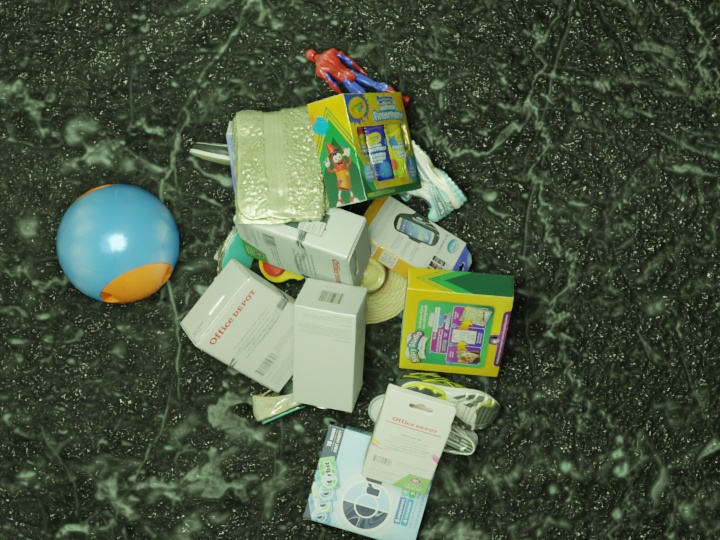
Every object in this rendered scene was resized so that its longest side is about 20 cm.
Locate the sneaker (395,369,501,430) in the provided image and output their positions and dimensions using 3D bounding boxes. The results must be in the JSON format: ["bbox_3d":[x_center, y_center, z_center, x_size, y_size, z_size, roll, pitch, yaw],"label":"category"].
[{"bbox_3d":[0.150,0.211,1.754,0.200,0.085,0.075,18,113,-22],"label":"sneaker"}]

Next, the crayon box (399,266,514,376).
[{"bbox_3d":[0.156,0.088,1.708,0.172,0.058,0.200,6,135,2],"label":"crayon box"}]

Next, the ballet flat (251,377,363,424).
[{"bbox_3d":[-0.095,0.209,1.774,0.200,0.067,0.062,-19,81,2],"label":"ballet flat"}]

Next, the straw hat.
[{"bbox_3d":[0.000,0.000,1.755,0.201,0.085,0.201,0,92,2],"label":"straw hat"}]

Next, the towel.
[{"bbox_3d":[-0.127,-0.165,1.601,0.148,0.036,0.200,-5,70,-1],"label":"towel"}]

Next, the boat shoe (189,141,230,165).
[{"bbox_3d":[-0.191,-0.211,1.764,0.199,0.075,0.066,9,89,1],"label":"boat shoe"}]

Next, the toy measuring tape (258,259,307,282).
[{"bbox_3d":[-0.118,0.017,1.766,0.074,0.074,0.200,-34,90,2],"label":"toy measuring tape"}]

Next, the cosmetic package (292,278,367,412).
[{"bbox_3d":[-0.051,0.124,1.665,0.108,0.085,0.200,11,125,9],"label":"cosmetic package"}]

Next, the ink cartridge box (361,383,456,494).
[{"bbox_3d":[0.082,0.263,1.677,0.117,0.067,0.200,17,125,1],"label":"ink cartridge box"}]

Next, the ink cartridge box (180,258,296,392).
[{"bbox_3d":[-0.175,0.093,1.711,0.147,0.083,0.200,-51,129,2],"label":"ink cartridge box"}]

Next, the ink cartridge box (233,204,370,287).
[{"bbox_3d":[-0.089,-0.053,1.654,0.200,0.147,0.083,21,69,12],"label":"ink cartridge box"}]

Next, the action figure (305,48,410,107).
[{"bbox_3d":[-0.011,-0.325,1.767,0.200,0.052,0.065,35,81,7],"label":"action figure"}]

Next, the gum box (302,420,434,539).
[{"bbox_3d":[0.019,0.372,1.782,0.200,0.045,0.170,15,91,1],"label":"gum box"}]

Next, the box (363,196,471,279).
[{"bbox_3d":[0.090,-0.041,1.741,0.200,0.041,0.119,33,47,0],"label":"box"}]

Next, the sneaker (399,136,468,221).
[{"bbox_3d":[0.088,-0.167,1.755,0.086,0.078,0.200,-44,89,5],"label":"sneaker"}]

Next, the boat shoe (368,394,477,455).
[{"bbox_3d":[0.110,0.264,1.766,0.200,0.067,0.074,17,91,1],"label":"boat shoe"}]

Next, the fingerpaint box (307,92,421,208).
[{"bbox_3d":[0.012,-0.197,1.639,0.073,0.200,0.167,-11,93,30],"label":"fingerpaint box"}]

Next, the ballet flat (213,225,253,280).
[{"bbox_3d":[-0.228,0.010,1.772,0.068,0.075,0.200,6,93,-39],"label":"ballet flat"}]

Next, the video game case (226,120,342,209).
[{"bbox_3d":[-0.123,-0.159,1.721,0.181,0.045,0.200,-1,131,1],"label":"video game case"}]

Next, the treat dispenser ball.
[{"bbox_3d":[-0.403,-0.045,1.710,0.201,0.201,0.201,0,91,2],"label":"treat dispenser ball"}]
